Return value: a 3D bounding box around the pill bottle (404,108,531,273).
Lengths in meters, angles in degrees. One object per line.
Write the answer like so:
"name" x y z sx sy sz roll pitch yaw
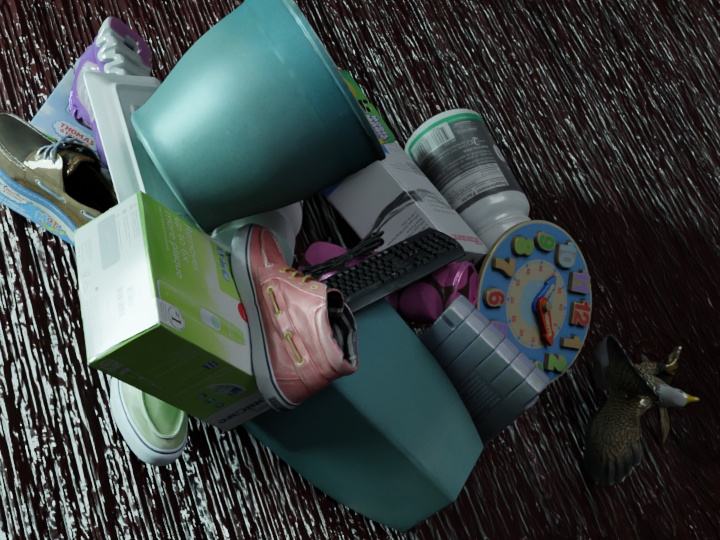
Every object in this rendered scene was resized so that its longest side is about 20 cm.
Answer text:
"pill bottle" 0.144 -0.095 1.620 0.113 0.113 0.201 -4 58 -39

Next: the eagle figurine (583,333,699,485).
"eagle figurine" 0.321 0.148 1.510 0.199 0.151 0.152 -17 76 -52

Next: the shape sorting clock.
"shape sorting clock" 0.211 0.040 1.538 0.199 0.039 0.202 -3 94 -43

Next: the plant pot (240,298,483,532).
"plant pot" 0.017 0.153 1.293 0.200 0.141 0.141 44 41 -5

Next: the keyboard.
"keyboard" 0.000 0.000 1.303 0.199 0.021 0.127 -26 27 -27

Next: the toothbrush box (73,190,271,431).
"toothbrush box" -0.162 0.042 1.182 0.200 0.086 0.146 38 31 -50

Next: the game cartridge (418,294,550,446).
"game cartridge" 0.101 0.122 1.332 0.129 0.200 0.038 41 50 1

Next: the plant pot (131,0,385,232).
"plant pot" -0.107 -0.141 1.216 0.201 0.187 0.200 58 1 -1

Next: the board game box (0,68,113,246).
"board game box" -0.289 -0.114 1.371 0.151 0.037 0.201 31 42 -11

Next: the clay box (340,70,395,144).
"clay box" -0.065 -0.154 1.391 0.199 0.048 0.115 -16 65 -42

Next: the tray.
"tray" -0.206 -0.106 1.276 0.107 0.022 0.201 -5 76 -56

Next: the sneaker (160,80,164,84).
"sneaker" -0.202 -0.123 1.363 0.079 0.074 0.201 15 54 -35

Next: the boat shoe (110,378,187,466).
"boat shoe" -0.203 0.089 1.238 0.072 0.062 0.201 6 51 -32

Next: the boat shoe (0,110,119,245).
"boat shoe" -0.293 -0.096 1.272 0.200 0.072 0.072 41 43 -1

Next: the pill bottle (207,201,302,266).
"pill bottle" -0.120 -0.090 1.418 0.113 0.114 0.201 20 45 -21

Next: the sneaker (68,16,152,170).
"sneaker" -0.264 -0.170 1.346 0.080 0.088 0.201 36 32 -44

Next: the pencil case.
"pencil case" 0.031 0.018 1.385 0.094 0.199 0.091 52 54 -55

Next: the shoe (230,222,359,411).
"shoe" -0.059 0.027 1.194 0.071 0.091 0.201 38 31 -50

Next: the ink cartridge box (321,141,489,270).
"ink cartridge box" 0.047 -0.067 1.503 0.200 0.084 0.145 50 15 15
